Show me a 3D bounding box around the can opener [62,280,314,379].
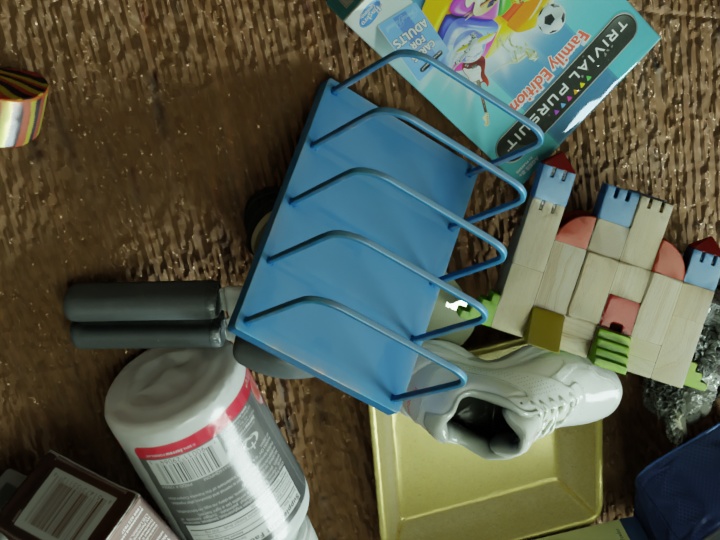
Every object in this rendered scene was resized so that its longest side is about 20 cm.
[{"bbox_3d":[-0.115,0.037,1.112,0.198,0.067,0.053,2,127,8],"label":"can opener"}]

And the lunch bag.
[{"bbox_3d":[0.317,0.217,1.316,0.135,0.133,0.200,-29,156,-2],"label":"lunch bag"}]

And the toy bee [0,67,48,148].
[{"bbox_3d":[-0.294,-0.099,0.987,0.198,0.109,0.132,-12,122,-13],"label":"toy bee"}]

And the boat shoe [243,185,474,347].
[{"bbox_3d":[0.002,-0.002,1.166,0.200,0.063,0.074,28,107,-26],"label":"boat shoe"}]

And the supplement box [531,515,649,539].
[{"bbox_3d":[0.159,0.342,1.334,0.198,0.135,0.201,-11,134,-14],"label":"supplement box"}]

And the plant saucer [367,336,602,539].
[{"bbox_3d":[0.099,0.137,1.283,0.198,0.048,0.201,-13,120,-14],"label":"plant saucer"}]

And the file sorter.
[{"bbox_3d":[0.025,-0.028,1.063,0.138,0.122,0.201,29,66,-22],"label":"file sorter"}]

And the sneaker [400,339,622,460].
[{"bbox_3d":[0.120,0.108,1.185,0.198,0.100,0.078,0,121,-24],"label":"sneaker"}]

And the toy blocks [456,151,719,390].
[{"bbox_3d":[0.186,-0.003,1.163,0.198,0.100,0.138,18,96,-3],"label":"toy blocks"}]

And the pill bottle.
[{"bbox_3d":[-0.104,0.154,1.183,0.110,0.111,0.201,-27,122,-4],"label":"pill bottle"}]

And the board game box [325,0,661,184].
[{"bbox_3d":[0.098,-0.179,1.118,0.151,0.047,0.200,-47,121,8],"label":"board game box"}]

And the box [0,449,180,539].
[{"bbox_3d":[-0.173,0.226,1.166,0.075,0.100,0.201,-54,142,-23],"label":"box"}]

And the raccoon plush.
[{"bbox_3d":[0.222,0.049,1.272,0.199,0.097,0.135,26,112,-2],"label":"raccoon plush"}]

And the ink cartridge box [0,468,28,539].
[{"bbox_3d":[-0.258,0.270,1.197,0.163,0.057,0.200,-55,146,-22],"label":"ink cartridge box"}]
